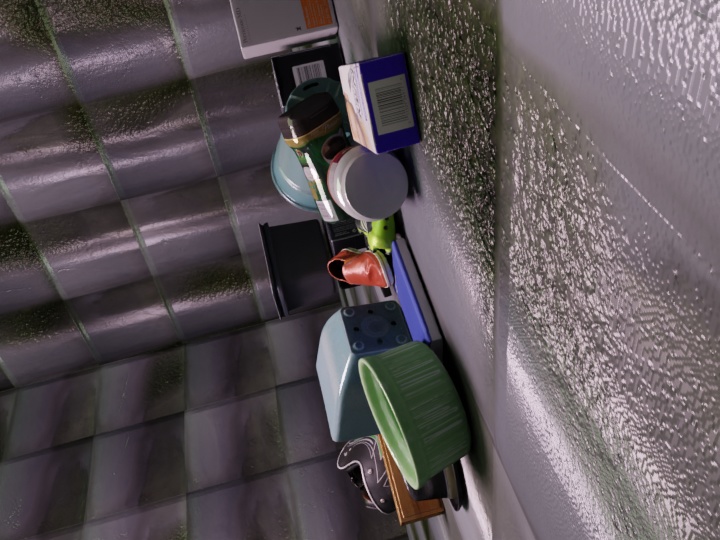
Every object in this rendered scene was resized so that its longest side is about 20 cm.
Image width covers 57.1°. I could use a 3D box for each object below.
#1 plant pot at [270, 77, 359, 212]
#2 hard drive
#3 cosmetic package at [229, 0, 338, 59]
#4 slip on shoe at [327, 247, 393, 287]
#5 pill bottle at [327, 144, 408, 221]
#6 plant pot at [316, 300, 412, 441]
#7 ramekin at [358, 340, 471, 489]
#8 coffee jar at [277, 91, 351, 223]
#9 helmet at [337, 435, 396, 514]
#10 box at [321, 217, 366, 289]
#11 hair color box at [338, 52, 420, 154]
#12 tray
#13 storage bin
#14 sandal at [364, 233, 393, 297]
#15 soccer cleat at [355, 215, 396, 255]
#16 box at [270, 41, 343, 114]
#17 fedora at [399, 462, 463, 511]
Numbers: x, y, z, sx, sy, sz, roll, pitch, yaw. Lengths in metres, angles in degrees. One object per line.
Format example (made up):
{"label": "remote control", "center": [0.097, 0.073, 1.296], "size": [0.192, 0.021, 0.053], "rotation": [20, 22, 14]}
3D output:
{"label": "plant pot", "center": [-0.073, -0.248, 1.269], "size": [0.197, 0.196, 0.204], "rotation": [110, 147, -66]}
{"label": "hard drive", "center": [0.091, 0.067, 1.068], "size": [0.133, 0.025, 0.203], "rotation": [82, 173, -51]}
{"label": "cosmetic package", "center": [-0.151, -0.500, 1.314], "size": [0.071, 0.196, 0.104], "rotation": [-165, 60, -84]}
{"label": "slip on shoe", "center": [0.000, 0.000, 1.216], "size": [0.199, 0.061, 0.075], "rotation": [15, 130, 60]}
{"label": "pill bottle", "center": [0.010, -0.132, 0.983], "size": [0.200, 0.107, 0.112], "rotation": [-127, 24, -78]}
{"label": "plant pot", "center": [0.023, 0.173, 1.262], "size": [0.198, 0.192, 0.203], "rotation": [-108, 15, -44]}
{"label": "ramekin", "center": [0.080, 0.203, 0.971], "size": [0.200, 0.096, 0.204], "rotation": [157, 91, -79]}
{"label": "coffee jar", "center": [-0.057, -0.189, 1.111], "size": [0.085, 0.104, 0.203], "rotation": [13, 134, 54]}
{"label": "helmet", "center": [0.059, 0.471, 1.575], "size": [0.189, 0.198, 0.205], "rotation": [-12, 92, 48]}
{"label": "box", "center": [-0.024, -0.088, 1.438], "size": [0.150, 0.102, 0.202], "rotation": [81, 174, -47]}
{"label": "hair color box", "center": [0.020, -0.225, 0.883], "size": [0.200, 0.063, 0.112], "rotation": [-114, 11, -73]}
{"label": "tray", "center": [0.108, 0.443, 1.456], "size": [0.037, 0.096, 0.203], "rotation": [87, 169, -59]}
{"label": "storage bin", "center": [-0.131, -0.009, 1.421], "size": [0.147, 0.131, 0.203], "rotation": [82, 173, -50]}
{"label": "sandal", "center": [0.044, -0.017, 1.310], "size": [0.201, 0.047, 0.077], "rotation": [66, -175, -61]}
{"label": "soccer cleat", "center": [0.032, -0.091, 1.171], "size": [0.200, 0.066, 0.083], "rotation": [-115, 32, -71]}
{"label": "box", "center": [-0.107, -0.390, 1.413], "size": [0.200, 0.145, 0.107], "rotation": [180, 76, -85]}
{"label": "fedora", "center": [0.109, 0.323, 1.151], "size": [0.201, 0.090, 0.205], "rotation": [166, 90, -86]}
